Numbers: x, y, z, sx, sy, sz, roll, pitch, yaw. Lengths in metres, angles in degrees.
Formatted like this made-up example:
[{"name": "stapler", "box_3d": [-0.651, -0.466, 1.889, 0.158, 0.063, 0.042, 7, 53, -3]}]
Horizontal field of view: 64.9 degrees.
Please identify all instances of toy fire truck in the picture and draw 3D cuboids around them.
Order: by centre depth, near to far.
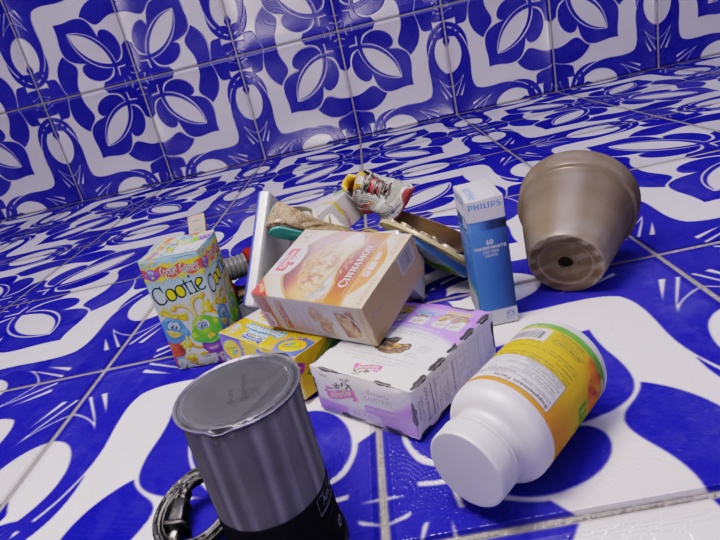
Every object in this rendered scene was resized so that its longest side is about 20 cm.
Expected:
[{"name": "toy fire truck", "box_3d": [-0.254, -0.013, 1.103, 0.175, 0.202, 0.129, -21, 23, -19]}]

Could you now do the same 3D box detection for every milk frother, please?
[{"name": "milk frother", "box_3d": [-0.133, 0.190, 0.548, 0.198, 0.190, 0.181, -16, 21, -7]}]

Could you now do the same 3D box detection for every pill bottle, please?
[{"name": "pill bottle", "box_3d": [0.163, 0.145, 0.587, 0.110, 0.112, 0.199, 9, 31, 44]}]

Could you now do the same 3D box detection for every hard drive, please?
[{"name": "hard drive", "box_3d": [-0.165, -0.023, 1.022, 0.025, 0.202, 0.132, 2, -14, 12]}]

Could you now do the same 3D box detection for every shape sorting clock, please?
[{"name": "shape sorting clock", "box_3d": [0.123, -0.043, 1.014, 0.039, 0.199, 0.200, -58, 31, -3]}]

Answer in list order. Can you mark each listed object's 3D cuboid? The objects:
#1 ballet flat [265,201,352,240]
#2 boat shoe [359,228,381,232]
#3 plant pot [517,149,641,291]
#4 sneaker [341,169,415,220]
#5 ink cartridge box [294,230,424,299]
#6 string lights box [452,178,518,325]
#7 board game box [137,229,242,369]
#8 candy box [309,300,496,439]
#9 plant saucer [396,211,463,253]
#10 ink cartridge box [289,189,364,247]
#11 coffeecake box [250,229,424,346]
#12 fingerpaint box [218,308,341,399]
[{"name": "ballet flat", "box_3d": [-0.073, -0.077, 1.009, 0.199, 0.066, 0.070, 17, -29, -34]}, {"name": "boat shoe", "box_3d": [-0.012, -0.037, 1.116, 0.067, 0.073, 0.199, -35, 22, -30]}, {"name": "plant pot", "box_3d": [0.346, -0.067, 0.931, 0.198, 0.201, 0.174, 0, 41, 31]}, {"name": "sneaker", "box_3d": [0.026, -0.145, 1.068, 0.199, 0.082, 0.078, 13, 70, 58]}, {"name": "ink cartridge box", "box_3d": [0.000, 0.000, 0.989, 0.198, 0.084, 0.146, -4, -19, 23]}, {"name": "string lights box", "box_3d": [0.192, -0.028, 0.872, 0.058, 0.202, 0.103, -12, 22, 4]}, {"name": "board game box", "box_3d": [-0.279, 0.049, 0.966, 0.102, 0.202, 0.105, -11, 22, 7]}, {"name": "candy box", "box_3d": [0.061, 0.120, 0.763, 0.167, 0.072, 0.199, 6, 28, 41]}, {"name": "plant saucer", "box_3d": [0.131, -0.073, 1.132, 0.198, 0.036, 0.200, 21, -1, 0]}, {"name": "ink cartridge box", "box_3d": [-0.083, -0.093, 1.145, 0.116, 0.068, 0.200, -17, 20, 37]}, {"name": "coffeecake box", "box_3d": [-0.032, 0.017, 0.818, 0.198, 0.073, 0.154, 5, 44, 35]}, {"name": "fingerpaint box", "box_3d": [-0.096, 0.107, 0.887, 0.199, 0.074, 0.166, 7, 28, 44]}]
